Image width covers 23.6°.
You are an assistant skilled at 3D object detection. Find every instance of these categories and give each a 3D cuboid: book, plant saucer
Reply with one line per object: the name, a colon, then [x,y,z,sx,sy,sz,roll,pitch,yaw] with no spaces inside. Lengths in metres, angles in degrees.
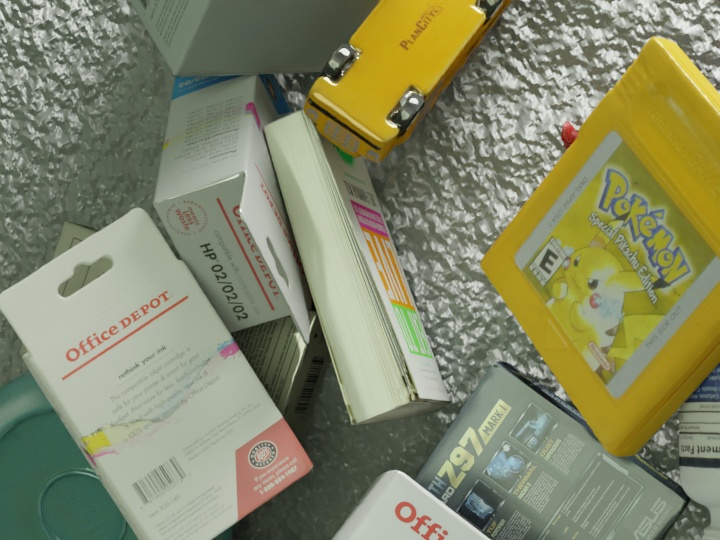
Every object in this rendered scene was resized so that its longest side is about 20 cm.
book: [0.000,0.000,1.152,0.048,0.134,0.201,-22,81,13]
plant saucer: [-0.186,0.161,1.173,0.199,0.027,0.201,4,107,12]

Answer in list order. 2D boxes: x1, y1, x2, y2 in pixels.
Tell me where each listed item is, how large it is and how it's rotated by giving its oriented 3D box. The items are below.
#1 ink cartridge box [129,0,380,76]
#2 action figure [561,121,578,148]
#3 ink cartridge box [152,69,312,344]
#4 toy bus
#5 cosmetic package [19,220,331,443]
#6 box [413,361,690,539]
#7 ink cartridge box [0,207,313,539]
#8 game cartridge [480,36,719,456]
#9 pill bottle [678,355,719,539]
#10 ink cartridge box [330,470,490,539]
ink cartridge box: [-0.083,-0.249,1.141,0.200,0.144,0.146,57,136,28]
action figure: [0.225,-0.049,1.141,0.199,0.052,0.066,13,84,14]
ink cartridge box: [-0.079,-0.043,1.131,0.068,0.200,0.115,-17,125,12]
toy bus: [0.039,-0.153,1.135,0.065,0.078,0.200,35,65,3]
cosmetic package: [-0.125,0.046,1.213,0.199,0.073,0.104,20,91,16]
box: [0.100,0.185,1.151,0.157,0.051,0.200,35,95,14]
ink cartridge box: [-0.135,0.073,1.101,0.116,0.067,0.200,-33,96,-14]
game cartridge: [0.176,-0.015,1.078,0.200,0.032,0.177,-56,50,30]
pill bottle: [0.256,0.090,1.085,0.110,0.111,0.201,-1,85,15]
ink cartridge box: [0.016,0.243,1.058,0.145,0.084,0.200,37,77,1]
